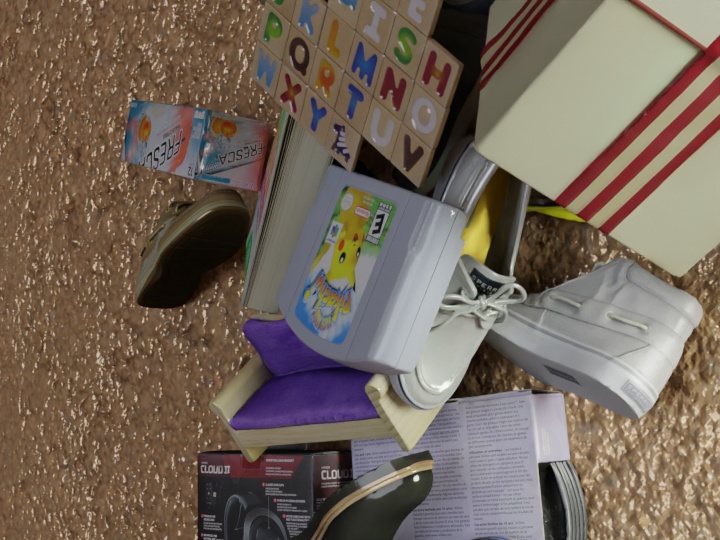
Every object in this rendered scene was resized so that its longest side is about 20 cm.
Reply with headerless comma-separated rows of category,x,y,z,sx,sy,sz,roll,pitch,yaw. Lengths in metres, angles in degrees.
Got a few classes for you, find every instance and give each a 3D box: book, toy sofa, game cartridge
book,-0.059,-0.084,1.072,0.134,0.047,0.202,-97,22,-60
toy sofa,-0.031,0.087,1.000,0.198,0.083,0.098,-11,117,44
game cartridge,0.000,0.000,0.917,0.200,0.040,0.135,25,97,63

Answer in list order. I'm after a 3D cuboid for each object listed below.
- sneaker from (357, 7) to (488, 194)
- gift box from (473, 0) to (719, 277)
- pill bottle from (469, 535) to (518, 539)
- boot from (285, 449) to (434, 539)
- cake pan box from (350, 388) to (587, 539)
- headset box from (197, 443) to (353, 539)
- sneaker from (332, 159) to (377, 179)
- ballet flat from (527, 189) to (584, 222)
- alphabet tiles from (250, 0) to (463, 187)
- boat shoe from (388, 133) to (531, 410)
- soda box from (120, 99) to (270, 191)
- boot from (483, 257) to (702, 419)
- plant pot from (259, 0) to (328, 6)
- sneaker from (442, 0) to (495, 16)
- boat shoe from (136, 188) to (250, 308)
sneaker,0.036,-0.140,0.967,0.201,0.105,0.076,118,171,-56
gift box,0.196,-0.135,0.735,0.187,0.198,0.186,-49,24,39
pill bottle,0.045,0.244,0.836,0.113,0.199,0.116,-3,85,39
boot,0.012,0.240,0.935,0.200,0.077,0.139,-49,58,34
cake pan box,0.080,0.193,0.975,0.198,0.052,0.187,-14,78,41
headset box,-0.068,0.238,1.087,0.147,0.077,0.203,-8,80,41
sneaker,-0.015,0.000,1.068,0.087,0.075,0.203,-34,64,41
ballet flat,0.120,-0.075,0.954,0.198,0.067,0.068,11,91,43
alphabet tiles,-0.006,-0.156,0.893,0.200,0.007,0.169,45,135,31
boat shoe,0.080,0.008,0.882,0.086,0.074,0.205,25,97,62
soda box,-0.159,-0.119,1.178,0.199,0.068,0.065,17,96,59
boot,0.161,0.034,0.916,0.096,0.074,0.199,-51,36,-10
plant pot,0.018,-0.243,1.004,0.199,0.200,0.135,-34,92,34
sneaker,0.137,-0.256,0.952,0.200,0.082,0.070,-45,47,-5
boat shoe,-0.167,-0.031,1.192,0.200,0.073,0.067,-40,53,47
